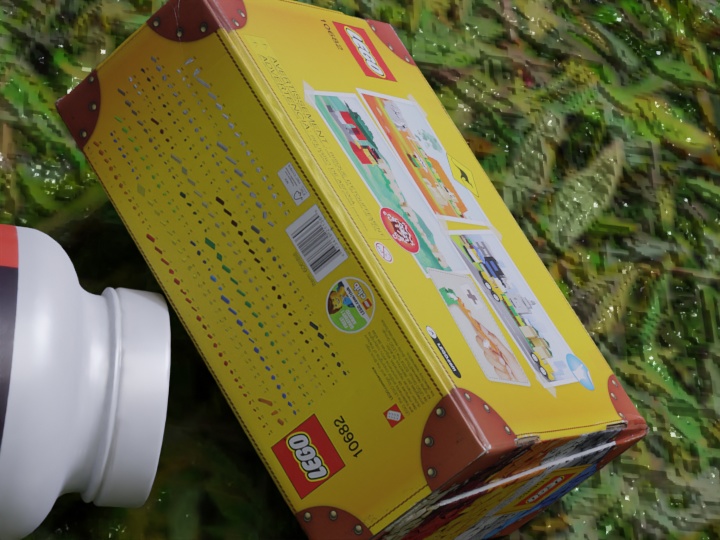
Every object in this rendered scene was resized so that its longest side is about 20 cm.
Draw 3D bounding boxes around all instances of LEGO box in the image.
[{"bbox_3d":[0.000,0.000,0.789,0.200,0.077,0.149,59,23,17],"label":"LEGO box"}]

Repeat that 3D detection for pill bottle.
[{"bbox_3d":[-0.170,0.034,0.736,0.200,0.112,0.113,6,61,-15],"label":"pill bottle"}]
